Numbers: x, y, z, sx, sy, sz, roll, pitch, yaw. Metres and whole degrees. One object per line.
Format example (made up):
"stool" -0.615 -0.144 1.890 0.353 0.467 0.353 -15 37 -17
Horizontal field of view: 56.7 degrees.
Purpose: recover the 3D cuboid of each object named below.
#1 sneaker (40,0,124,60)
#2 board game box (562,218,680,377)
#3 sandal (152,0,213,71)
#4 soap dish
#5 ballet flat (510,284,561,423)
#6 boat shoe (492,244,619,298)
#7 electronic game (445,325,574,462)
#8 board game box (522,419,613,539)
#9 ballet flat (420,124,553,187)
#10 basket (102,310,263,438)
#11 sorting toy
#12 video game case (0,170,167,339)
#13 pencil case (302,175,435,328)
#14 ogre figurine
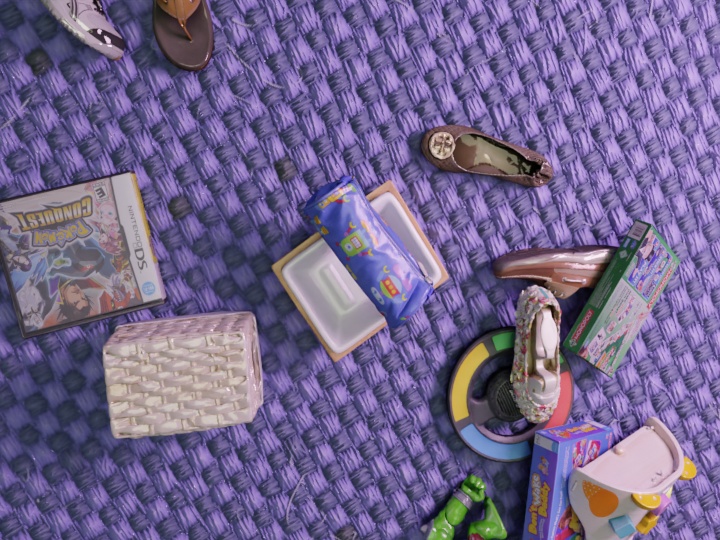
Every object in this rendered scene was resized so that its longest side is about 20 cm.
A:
"sneaker" -0.360 -0.359 0.831 0.088 0.076 0.200 -44 100 0
"board game box" 0.377 0.045 0.956 0.133 0.029 0.203 29 92 -45
"sandal" -0.228 -0.364 0.856 0.079 0.055 0.206 4 96 -7
"soap dish" 0.000 0.000 0.914 0.198 0.081 0.159 -35 100 -2
"ballet flat" 0.248 0.124 0.925 0.073 0.064 0.206 -9 101 -11
"boat shoe" 0.286 0.006 0.953 0.194 0.076 0.074 -3 100 -5
"electronic game" 0.221 0.183 0.982 0.194 0.042 0.206 -1 97 -7
"board game box" 0.304 0.332 0.979 0.132 0.044 0.206 1 98 -36
"ballet flat" 0.180 -0.158 0.933 0.195 0.046 0.069 15 94 -8
"basket" -0.232 0.138 0.882 0.194 0.123 0.140 -6 97 -5
"sorting toy" 0.388 0.345 0.973 0.196 0.106 0.184 -17 127 -34
"video game case" -0.378 -0.022 0.895 0.195 0.026 0.186 -13 98 -5
"pencil case" 0.015 -0.025 0.830 0.086 0.078 0.201 -33 101 28
"ogre figurine" 0.163 0.419 0.976 0.117 0.098 0.205 -21 101 -6
